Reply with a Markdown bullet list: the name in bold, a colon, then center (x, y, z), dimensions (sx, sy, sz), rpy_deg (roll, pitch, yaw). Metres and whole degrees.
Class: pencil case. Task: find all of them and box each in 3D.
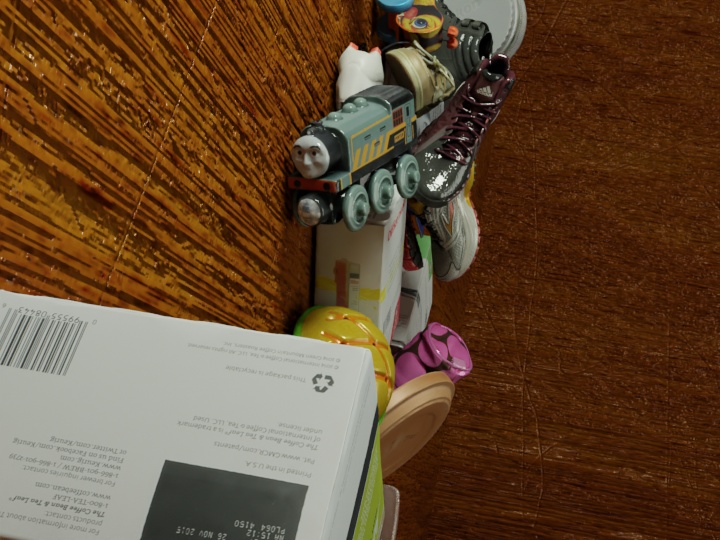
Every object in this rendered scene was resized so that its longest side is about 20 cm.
- **pencil case**: center (0.058, 0.163, 1.617), dimensions (0.200, 0.090, 0.094), rpy_deg (-48, -155, 17)

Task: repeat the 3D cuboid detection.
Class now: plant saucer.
- **plant saucer**: center (0.038, 0.203, 1.508), dimensions (0.200, 0.032, 0.201), rpy_deg (-35, 157, -17)

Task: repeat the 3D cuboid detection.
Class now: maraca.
- **maraca**: center (-0.022, 0.117, 1.294), dimensions (0.107, 0.137, 0.201), rpy_deg (-39, -154, 30)

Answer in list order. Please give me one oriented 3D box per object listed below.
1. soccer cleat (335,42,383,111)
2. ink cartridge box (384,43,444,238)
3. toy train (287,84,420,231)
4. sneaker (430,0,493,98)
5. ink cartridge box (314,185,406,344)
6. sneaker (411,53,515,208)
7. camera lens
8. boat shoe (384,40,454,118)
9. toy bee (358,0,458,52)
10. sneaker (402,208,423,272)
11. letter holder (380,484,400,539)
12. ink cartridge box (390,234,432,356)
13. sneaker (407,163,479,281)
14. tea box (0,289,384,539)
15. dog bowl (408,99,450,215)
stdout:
- **soccer cleat**: center (0.008, -0.178, 1.400), dimensions (0.200, 0.069, 0.078), rpy_deg (58, 47, -65)
- **ink cartridge box**: center (0.077, -0.180, 1.628), dimensions (0.201, 0.040, 0.201), rpy_deg (63, 26, -47)
- **toy train**: center (-0.006, -0.114, 1.252), dimensions (0.200, 0.085, 0.115), rpy_deg (-35, 125, -52)
- **sneaker**: center (0.115, -0.319, 1.586), dimensions (0.071, 0.098, 0.202), rpy_deg (7, 70, -66)
- **ink cartridge box**: center (0.000, 0.000, 1.435), dimensions (0.145, 0.083, 0.202), rpy_deg (-65, 161, -60)
- **sneaker**: center (0.118, -0.173, 1.408), dimensions (0.201, 0.075, 0.116), rpy_deg (-63, -179, -30)
- **camera lens**: center (0.154, -0.362, 1.779), dimensions (0.200, 0.159, 0.161), rpy_deg (-37, 135, -76)
- **boat shoe**: center (0.072, -0.221, 1.408), dimensions (0.074, 0.062, 0.200), rpy_deg (63, 5, 0)
- **toy bee**: center (0.069, -0.299, 1.504), dimensions (0.131, 0.108, 0.202), rpy_deg (71, 29, -73)
- **sneaker**: center (0.027, -0.054, 1.607), dimensions (0.200, 0.082, 0.078), rpy_deg (-93, 162, -65)
- **letter holder**: center (-0.039, 0.272, 1.282), dimensions (0.101, 0.141, 0.201), rpy_deg (88, 15, -47)
- **ink cartridge box**: center (0.045, 0.067, 1.750), dimensions (0.147, 0.084, 0.201), rpy_deg (87, 15, -47)
- **sneaker**: center (0.092, -0.077, 1.530), dimensions (0.078, 0.082, 0.202), rpy_deg (32, -44, 52)
- **tea box**: center (-0.098, 0.130, 0.653), dimensions (0.197, 0.198, 0.134), rpy_deg (87, 15, -54)
- **dog bowl**: center (0.111, -0.182, 1.927), dimensions (0.200, 0.078, 0.202), rpy_deg (9, 90, -80)
